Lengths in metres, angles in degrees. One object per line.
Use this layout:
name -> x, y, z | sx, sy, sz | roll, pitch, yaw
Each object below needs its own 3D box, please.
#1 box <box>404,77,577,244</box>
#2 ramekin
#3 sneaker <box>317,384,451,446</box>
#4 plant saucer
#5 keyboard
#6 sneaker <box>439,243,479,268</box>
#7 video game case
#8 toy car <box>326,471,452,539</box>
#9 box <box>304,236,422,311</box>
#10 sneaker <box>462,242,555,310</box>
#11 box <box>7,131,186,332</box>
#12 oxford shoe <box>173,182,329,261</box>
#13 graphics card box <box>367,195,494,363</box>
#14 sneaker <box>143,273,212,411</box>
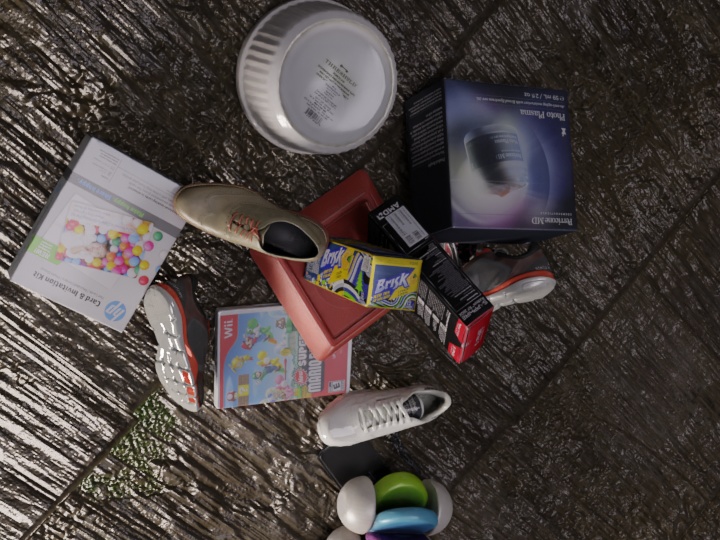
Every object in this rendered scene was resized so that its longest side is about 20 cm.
box -> 0.177, -0.141, 1.312 | 0.199, 0.123, 0.199 | 0, 84, -24
ramekin -> -0.047, -0.240, 1.225 | 0.199, 0.105, 0.201 | -8, 109, -23
sneaker -> 0.034, 0.204, 1.401 | 0.199, 0.080, 0.077 | -14, 90, -25
plant saucer -> -0.021, -0.003, 1.335 | 0.200, 0.037, 0.200 | -36, 112, -14
keyboard -> 0.029, 0.306, 1.476 | 0.127, 0.021, 0.200 | -35, 118, -5
sneaker -> 0.148, -0.026, 1.397 | 0.080, 0.075, 0.201 | -17, 111, -19
video game case -> -0.105, 0.114, 1.356 | 0.199, 0.017, 0.144 | -4, 107, -23
toy car -> 0.052, 0.401, 1.424 | 0.174, 0.150, 0.201 | 9, 106, -22
box -> 0.000, 0.000, 1.213 | 0.070, 0.200, 0.065 | 5, 97, -25
sneaker -> 0.166, 0.013, 1.336 | 0.199, 0.082, 0.077 | -14, 160, 17
box -> -0.316, -0.045, 1.199 | 0.156, 0.041, 0.200 | 30, 93, -29
oxford shoe -> -0.134, -0.061, 1.188 | 0.199, 0.075, 0.071 | 15, 100, -3
graphics card box -> 0.085, 0.012, 1.244 | 0.051, 0.200, 0.126 | -36, 159, -15
sneaker -> -0.220, 0.094, 1.268 | 0.082, 0.077, 0.201 | -35, 134, -41
